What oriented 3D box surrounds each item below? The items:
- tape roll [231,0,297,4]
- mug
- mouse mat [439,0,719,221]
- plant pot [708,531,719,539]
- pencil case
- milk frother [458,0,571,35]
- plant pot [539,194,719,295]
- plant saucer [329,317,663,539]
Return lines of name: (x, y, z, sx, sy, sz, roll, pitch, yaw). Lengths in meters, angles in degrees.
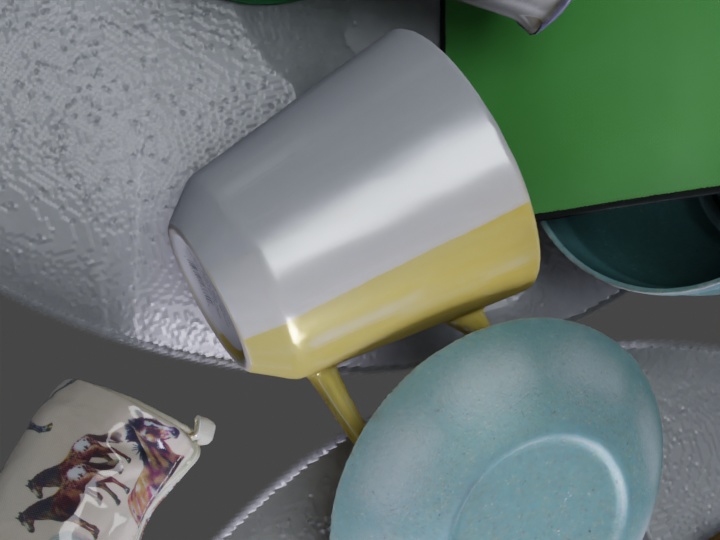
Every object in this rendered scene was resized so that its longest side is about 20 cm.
tape roll: (-0.059, -0.251, 0.817, 0.199, 0.048, 0.202, 4, 79, -19)
mug: (-0.002, -0.008, 0.738, 0.152, 0.150, 0.187, -29, 68, -14)
mouse mat: (0.126, -0.110, 0.792, 0.008, 0.199, 0.162, 16, 71, -53)
plant pot: (0.264, 0.222, 0.742, 0.185, 0.200, 0.188, 1, 84, -9)
pencil case: (-0.146, 0.144, 0.689, 0.089, 0.078, 0.201, 23, 71, 9)
milk frother: (0.041, -0.217, 0.703, 0.187, 0.200, 0.182, 13, 107, -17)
plant pot: (0.206, -0.076, 0.816, 0.134, 0.199, 0.202, 14, 72, -48)
plant saucer: (0.082, 0.124, 0.748, 0.199, 0.039, 0.203, -9, 112, -24)
